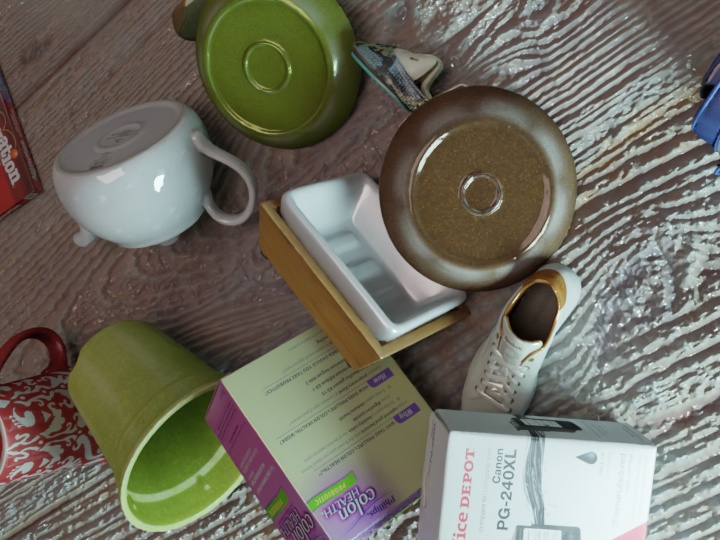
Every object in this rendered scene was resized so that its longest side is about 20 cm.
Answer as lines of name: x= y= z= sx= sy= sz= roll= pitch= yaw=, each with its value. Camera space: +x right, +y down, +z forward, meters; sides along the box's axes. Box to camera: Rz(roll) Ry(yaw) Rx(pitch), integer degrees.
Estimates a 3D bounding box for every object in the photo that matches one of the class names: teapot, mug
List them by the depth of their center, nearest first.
teapot: x=-0.243 y=-0.094 z=1.124 sx=0.199 sy=0.196 sz=0.148 roll=33 pitch=151 yaw=54
mug: x=-0.405 y=0.175 z=1.187 sx=0.177 sy=0.199 sz=0.134 roll=42 pitch=110 yaw=19

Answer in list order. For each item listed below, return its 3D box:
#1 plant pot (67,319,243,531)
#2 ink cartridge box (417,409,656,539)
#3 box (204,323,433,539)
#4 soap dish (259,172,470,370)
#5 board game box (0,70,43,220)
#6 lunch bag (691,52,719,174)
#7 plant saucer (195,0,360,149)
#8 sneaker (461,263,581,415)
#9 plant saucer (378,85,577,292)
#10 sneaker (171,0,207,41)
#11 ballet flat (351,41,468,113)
plant pot: x=-0.236 y=0.159 z=1.119 sx=0.183 sy=0.199 sz=0.203 roll=36 pitch=108 yaw=33
ink cartridge box: x=0.160 y=0.216 z=0.908 sx=0.196 sy=0.083 sz=0.148 roll=5 pitch=96 yaw=-6
box: x=-0.028 y=0.169 z=0.992 sx=0.201 sy=0.175 sz=0.097 roll=51 pitch=146 yaw=16
soap dish: x=0.000 y=0.000 z=0.999 sx=0.201 sy=0.156 sz=0.081 roll=51 pitch=129 yaw=16
board game box: x=-0.502 y=-0.177 z=1.325 sx=0.102 sy=0.019 sz=0.203 roll=-27 pitch=80 yaw=25
lunch bag: x=0.364 y=-0.157 z=0.805 sx=0.132 sy=0.135 sz=0.201 roll=41 pitch=111 yaw=20
plant saucer: x=-0.097 y=-0.224 z=1.058 sx=0.196 sy=0.031 sz=0.203 roll=9 pitch=119 yaw=17
sneaker: x=0.144 y=0.085 z=0.961 sx=0.072 sy=0.084 sz=0.203 roll=29 pitch=106 yaw=21
plant saucer: x=0.116 y=-0.076 z=0.946 sx=0.196 sy=0.037 sz=0.204 roll=0 pitch=100 yaw=2
sneaker: x=-0.124 y=-0.282 z=1.092 sx=0.197 sy=0.067 sz=0.091 roll=-19 pitch=78 yaw=24
ballet flat: x=0.075 y=-0.178 z=0.996 sx=0.074 sy=0.074 sz=0.200 roll=-44 pitch=82 yaw=22
